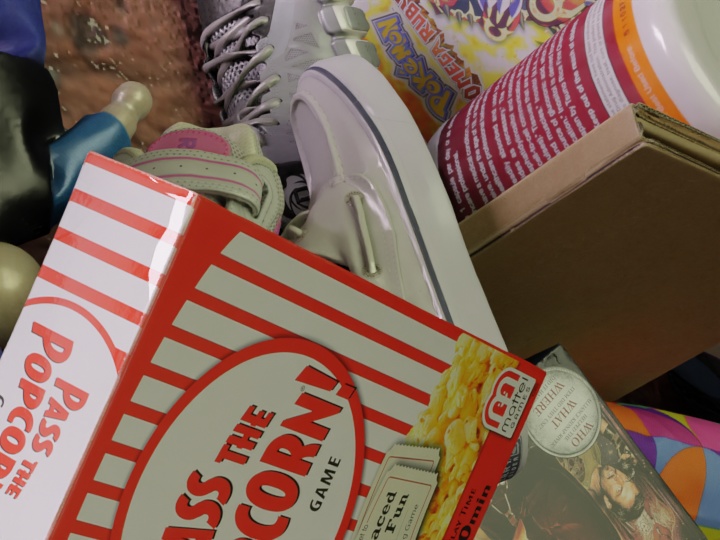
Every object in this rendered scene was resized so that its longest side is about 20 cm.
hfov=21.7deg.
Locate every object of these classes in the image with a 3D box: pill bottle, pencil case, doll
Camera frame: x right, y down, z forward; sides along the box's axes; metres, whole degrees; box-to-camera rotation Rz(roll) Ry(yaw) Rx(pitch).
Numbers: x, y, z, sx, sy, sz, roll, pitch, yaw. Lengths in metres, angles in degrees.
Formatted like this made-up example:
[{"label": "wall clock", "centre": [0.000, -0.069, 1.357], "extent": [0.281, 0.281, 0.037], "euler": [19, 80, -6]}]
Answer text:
[{"label": "pill bottle", "centre": [0.100, -0.046, 0.848], "extent": [0.113, 0.200, 0.113], "euler": [27, 44, -31]}, {"label": "pencil case", "centre": [0.121, 0.099, 0.863], "extent": [0.200, 0.088, 0.089], "euler": [18, 50, -41]}, {"label": "doll", "centre": [-0.146, -0.065, 0.716], "extent": [0.136, 0.048, 0.201], "euler": [-1, 64, -24]}]

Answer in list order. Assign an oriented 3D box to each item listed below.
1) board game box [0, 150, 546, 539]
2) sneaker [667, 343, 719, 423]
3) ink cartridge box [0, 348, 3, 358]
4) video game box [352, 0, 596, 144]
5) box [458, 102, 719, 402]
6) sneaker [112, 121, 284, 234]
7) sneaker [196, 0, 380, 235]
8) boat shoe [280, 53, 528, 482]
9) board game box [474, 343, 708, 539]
[{"label": "board game box", "centre": [-0.035, 0.069, 0.570], "extent": [0.200, 0.046, 0.152], "euler": [26, 87, -53]}, {"label": "sneaker", "centre": [0.162, 0.025, 0.979], "extent": [0.200, 0.147, 0.081], "euler": [29, 71, 24]}, {"label": "ink cartridge box", "centre": [-0.165, 0.087, 0.559], "extent": [0.200, 0.043, 0.197], "euler": [-22, 79, -37]}, {"label": "video game box", "centre": [0.045, -0.187, 0.914], "extent": [0.200, 0.182, 0.047], "euler": [54, 41, 0]}, {"label": "box", "centre": [0.098, 0.009, 0.803], "extent": [0.163, 0.200, 0.021], "euler": [18, 51, -39]}, {"label": "sneaker", "centre": [-0.068, -0.002, 0.668], "extent": [0.081, 0.089, 0.200], "euler": [3, 18, -4]}, {"label": "sneaker", "centre": [-0.048, -0.075, 0.820], "extent": [0.115, 0.075, 0.200], "euler": [-17, 70, -42]}, {"label": "boat shoe", "centre": [0.000, 0.000, 0.726], "extent": [0.065, 0.072, 0.201], "euler": [-12, 61, -16]}, {"label": "board game box", "centre": [0.045, 0.140, 0.718], "extent": [0.200, 0.035, 0.136], "euler": [-39, 93, -28]}]
